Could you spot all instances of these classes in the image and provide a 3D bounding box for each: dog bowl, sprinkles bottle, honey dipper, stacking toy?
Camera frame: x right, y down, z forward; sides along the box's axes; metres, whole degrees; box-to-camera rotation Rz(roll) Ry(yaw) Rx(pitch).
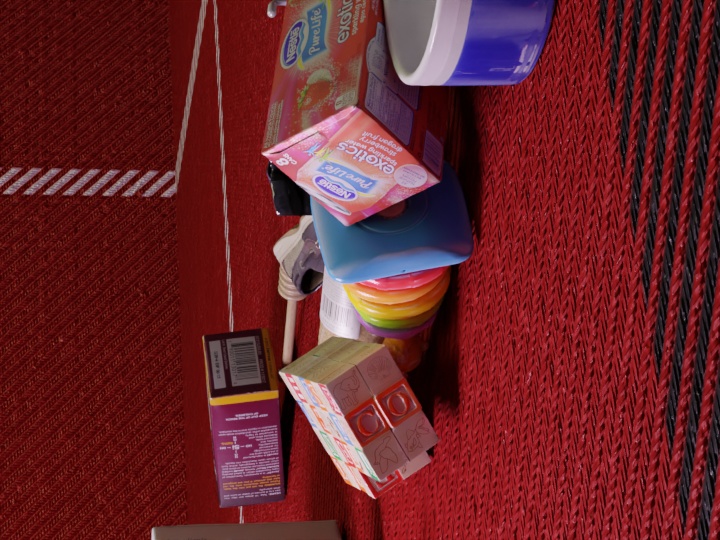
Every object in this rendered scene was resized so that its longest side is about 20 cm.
[{"bbox_3d":[0.071,-0.225,1.201,0.200,0.078,0.203,180,90,-79],"label":"dog bowl"},{"bbox_3d":[0.000,0.000,1.584,0.068,0.067,0.202,-107,21,-58],"label":"sprinkles bottle"},{"bbox_3d":[-0.080,0.062,2.101,0.038,0.038,0.201,-101,11,-45],"label":"honey dipper"},{"bbox_3d":[0.030,0.013,1.408,0.201,0.115,0.110,82,176,-50],"label":"stacking toy"}]

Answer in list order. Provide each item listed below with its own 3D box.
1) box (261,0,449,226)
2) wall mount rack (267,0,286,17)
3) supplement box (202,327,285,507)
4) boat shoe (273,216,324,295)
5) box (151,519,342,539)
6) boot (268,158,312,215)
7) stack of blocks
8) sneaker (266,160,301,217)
[{"bbox_3d":[0.002,-0.149,1.327,0.095,0.100,0.202,-24,43,33],"label":"box"},{"bbox_3d":[-0.060,-0.263,1.893,0.201,0.074,0.175,103,163,-51],"label":"wall mount rack"},{"bbox_3d":[-0.142,0.182,2.202,0.111,0.085,0.201,-102,8,-47],"label":"supplement box"},{"bbox_3d":[-0.028,-0.028,1.750,0.065,0.071,0.200,65,152,7],"label":"boat shoe"},{"bbox_3d":[-0.114,0.372,1.821,0.131,0.198,0.201,-112,25,-58],"label":"box"},{"bbox_3d":[-0.047,-0.143,1.616,0.200,0.065,0.167,-39,-67,-70],"label":"boot"},{"bbox_3d":[0.003,0.120,1.457,0.116,0.058,0.200,59,169,-6],"label":"stack of blocks"},{"bbox_3d":[-0.056,-0.097,1.829,0.200,0.087,0.076,110,158,-60],"label":"sneaker"}]
